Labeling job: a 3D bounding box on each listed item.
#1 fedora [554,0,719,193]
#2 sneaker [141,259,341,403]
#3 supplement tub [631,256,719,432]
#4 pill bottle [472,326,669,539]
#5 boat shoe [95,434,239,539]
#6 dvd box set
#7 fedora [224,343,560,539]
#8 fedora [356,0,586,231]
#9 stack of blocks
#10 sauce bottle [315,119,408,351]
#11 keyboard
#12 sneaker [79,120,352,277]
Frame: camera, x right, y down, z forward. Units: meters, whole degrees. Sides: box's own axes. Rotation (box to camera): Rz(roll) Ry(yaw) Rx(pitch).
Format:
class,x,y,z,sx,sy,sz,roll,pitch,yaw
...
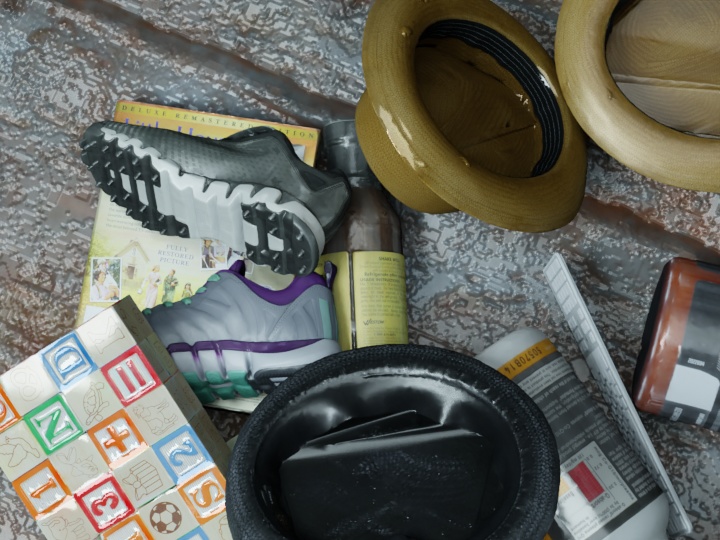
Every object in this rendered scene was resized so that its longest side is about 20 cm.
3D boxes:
class,x,y,z,sx,sy,sz,roll,pitch,yaw
fedora,0.228,-0.138,1.306,0.200,0.082,0.201,0,81,1
sneaker,-0.109,0.039,1.274,0.199,0.074,0.088,-2,68,5
supplement tub,0.282,0.063,1.258,0.199,0.107,0.107,14,81,6
pill bottle,0.125,0.145,1.248,0.116,0.116,0.200,-35,80,-3
boat shoe,-0.079,0.155,1.277,0.200,0.063,0.071,-22,52,3
dvd box set,-0.113,-0.008,1.328,0.146,0.029,0.201,8,82,5
fedora,0.022,0.139,1.174,0.200,0.092,0.201,-4,56,6
fedora,0.061,-0.095,1.275,0.082,0.200,0.201,-33,77,40
stack of blocks,-0.141,0.131,1.207,0.115,0.059,0.200,-33,93,7
sauce bottle,0.000,0.000,1.304,0.065,0.065,0.201,-1,81,3
keyboard,0.169,0.083,1.285,0.011,0.056,0.200,-25,80,-2
sneaker,-0.091,-0.061,1.289,0.200,0.067,0.091,22,45,25
